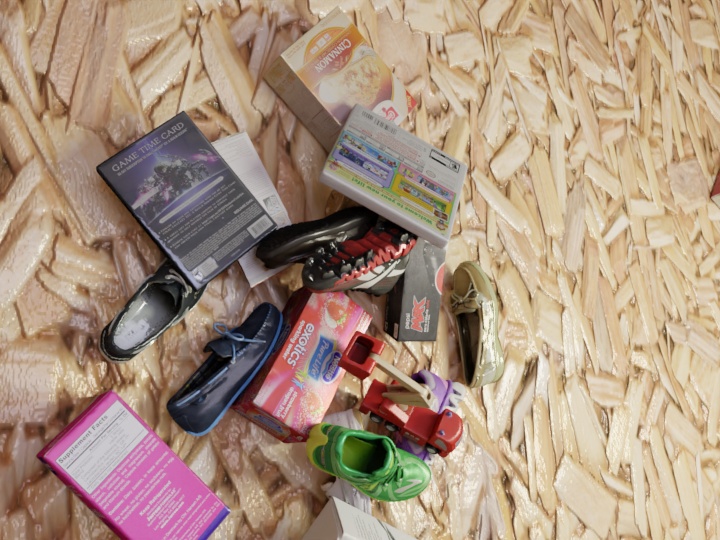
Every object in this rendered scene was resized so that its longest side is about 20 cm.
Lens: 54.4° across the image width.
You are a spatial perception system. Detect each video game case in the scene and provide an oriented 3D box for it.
[{"bbox_3d":[-0.223,-0.093,0.914,0.143,0.019,0.201,-40,91,-25],"label":"video game case"},{"bbox_3d":[0.053,-0.140,1.005,0.198,0.022,0.183,28,45,-7],"label":"video game case"}]

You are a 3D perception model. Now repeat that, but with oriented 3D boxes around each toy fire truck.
[{"bbox_3d":[0.058,0.171,0.945,0.198,0.142,0.049,29,59,4],"label":"toy fire truck"}]

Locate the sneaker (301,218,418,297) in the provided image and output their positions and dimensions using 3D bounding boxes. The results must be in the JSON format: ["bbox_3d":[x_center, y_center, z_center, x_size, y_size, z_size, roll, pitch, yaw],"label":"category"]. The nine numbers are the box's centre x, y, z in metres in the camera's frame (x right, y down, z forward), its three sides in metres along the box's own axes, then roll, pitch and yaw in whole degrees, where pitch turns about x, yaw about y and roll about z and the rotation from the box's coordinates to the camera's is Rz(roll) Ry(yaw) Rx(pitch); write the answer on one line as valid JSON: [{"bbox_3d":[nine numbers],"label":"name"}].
[{"bbox_3d":[0.000,0.000,0.952,0.199,0.070,0.099,-26,136,-40],"label":"sneaker"}]

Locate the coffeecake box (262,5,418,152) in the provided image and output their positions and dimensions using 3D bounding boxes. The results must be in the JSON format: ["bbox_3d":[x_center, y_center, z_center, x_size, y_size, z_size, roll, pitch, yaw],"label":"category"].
[{"bbox_3d":[-0.028,-0.284,1.107,0.200,0.073,0.154,48,58,-12],"label":"coffeecake box"}]

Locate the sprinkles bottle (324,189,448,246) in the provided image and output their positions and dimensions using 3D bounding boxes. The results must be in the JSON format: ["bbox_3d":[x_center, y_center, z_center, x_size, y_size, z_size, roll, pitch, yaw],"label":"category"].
[{"bbox_3d":[0.042,-0.070,1.096,0.198,0.068,0.069,25,66,-23],"label":"sprinkles bottle"}]

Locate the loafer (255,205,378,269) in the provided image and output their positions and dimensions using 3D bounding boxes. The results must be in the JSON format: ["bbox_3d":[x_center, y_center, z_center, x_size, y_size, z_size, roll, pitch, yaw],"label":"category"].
[{"bbox_3d":[-0.051,-0.033,0.974,0.198,0.073,0.072,-20,110,-31],"label":"loafer"}]

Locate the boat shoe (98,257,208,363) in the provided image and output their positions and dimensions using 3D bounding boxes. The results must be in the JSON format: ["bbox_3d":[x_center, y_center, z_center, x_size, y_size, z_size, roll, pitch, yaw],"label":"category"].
[{"bbox_3d":[-0.250,0.037,0.900,0.075,0.060,0.201,41,61,-14],"label":"boat shoe"}]

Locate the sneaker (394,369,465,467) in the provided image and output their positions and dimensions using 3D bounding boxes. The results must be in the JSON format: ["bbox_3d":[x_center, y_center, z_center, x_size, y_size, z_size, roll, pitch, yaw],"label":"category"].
[{"bbox_3d":[0.077,0.230,1.039,0.088,0.080,0.201,38,56,-9],"label":"sneaker"}]

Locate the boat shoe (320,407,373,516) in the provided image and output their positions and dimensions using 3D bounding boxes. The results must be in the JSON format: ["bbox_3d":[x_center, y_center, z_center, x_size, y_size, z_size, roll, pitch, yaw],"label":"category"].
[{"bbox_3d":[-0.021,0.295,0.972,0.068,0.071,0.203,-7,88,-5],"label":"boat shoe"}]

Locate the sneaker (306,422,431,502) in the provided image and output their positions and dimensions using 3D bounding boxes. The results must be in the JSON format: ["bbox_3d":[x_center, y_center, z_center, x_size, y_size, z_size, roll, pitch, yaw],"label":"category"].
[{"bbox_3d":[0.021,0.253,0.900,0.199,0.083,0.075,28,69,-32],"label":"sneaker"}]

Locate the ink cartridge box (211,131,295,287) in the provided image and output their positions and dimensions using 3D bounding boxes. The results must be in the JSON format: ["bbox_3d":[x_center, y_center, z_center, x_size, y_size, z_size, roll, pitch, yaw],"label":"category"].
[{"bbox_3d":[-0.167,-0.083,0.987,0.108,0.050,0.202,-29,94,-33],"label":"ink cartridge box"}]

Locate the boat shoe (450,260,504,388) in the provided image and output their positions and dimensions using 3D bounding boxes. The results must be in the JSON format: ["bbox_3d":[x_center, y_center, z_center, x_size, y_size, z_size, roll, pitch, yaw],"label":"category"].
[{"bbox_3d":[0.180,0.086,1.137,0.062,0.073,0.204,-7,88,-36],"label":"boat shoe"}]

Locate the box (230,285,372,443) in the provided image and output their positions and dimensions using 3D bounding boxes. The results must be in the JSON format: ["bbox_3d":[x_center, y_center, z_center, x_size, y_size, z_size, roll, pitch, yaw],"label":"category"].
[{"bbox_3d":[-0.079,0.123,0.958,0.099,0.095,0.201,37,62,-17],"label":"box"}]

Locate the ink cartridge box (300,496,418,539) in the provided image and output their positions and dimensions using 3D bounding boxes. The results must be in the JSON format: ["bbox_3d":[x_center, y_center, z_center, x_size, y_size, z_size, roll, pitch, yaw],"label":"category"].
[{"bbox_3d":[0.008,0.409,0.908,0.199,0.084,0.146,33,97,-20],"label":"ink cartridge box"}]

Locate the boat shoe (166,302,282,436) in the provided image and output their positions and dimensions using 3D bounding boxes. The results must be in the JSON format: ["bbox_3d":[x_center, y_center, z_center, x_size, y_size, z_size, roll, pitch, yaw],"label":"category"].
[{"bbox_3d":[-0.172,0.116,0.911,0.069,0.084,0.201,46,57,-25],"label":"boat shoe"}]

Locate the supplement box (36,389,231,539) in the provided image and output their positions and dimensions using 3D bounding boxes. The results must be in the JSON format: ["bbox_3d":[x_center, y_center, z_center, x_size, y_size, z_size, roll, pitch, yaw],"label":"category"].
[{"bbox_3d":[-0.264,0.246,0.814,0.201,0.101,0.103,50,60,-9],"label":"supplement box"}]

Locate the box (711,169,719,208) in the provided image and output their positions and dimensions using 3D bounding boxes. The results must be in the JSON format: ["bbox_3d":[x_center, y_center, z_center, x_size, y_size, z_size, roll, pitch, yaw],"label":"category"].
[{"bbox_3d":[0.915,-0.213,1.623,0.128,0.109,0.201,41,61,-15],"label":"box"}]

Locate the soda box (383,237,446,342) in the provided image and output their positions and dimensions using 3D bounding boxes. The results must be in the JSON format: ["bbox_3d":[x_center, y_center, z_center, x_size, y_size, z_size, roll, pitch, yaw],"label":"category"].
[{"bbox_3d":[0.084,0.003,1.055,0.070,0.063,0.203,1,102,-20],"label":"soda box"}]
